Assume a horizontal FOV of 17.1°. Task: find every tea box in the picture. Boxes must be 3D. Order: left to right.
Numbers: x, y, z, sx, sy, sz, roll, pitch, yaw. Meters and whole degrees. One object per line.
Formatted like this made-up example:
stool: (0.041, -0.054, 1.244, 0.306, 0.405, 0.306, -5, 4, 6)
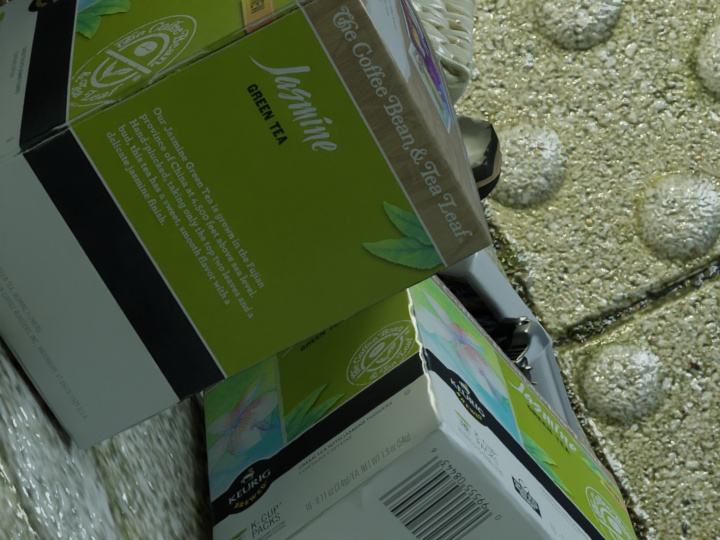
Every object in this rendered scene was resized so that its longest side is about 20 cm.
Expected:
tea box: (-0.066, -0.060, 1.022, 0.134, 0.196, 0.200, 60, 8, -25)
tea box: (0.036, 0.126, 1.175, 0.200, 0.133, 0.197, 48, 13, -25)

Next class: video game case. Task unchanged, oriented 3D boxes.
video game case: (0.006, 0.010, 1.413, 0.200, 0.181, 0.023, 47, 53, -66)

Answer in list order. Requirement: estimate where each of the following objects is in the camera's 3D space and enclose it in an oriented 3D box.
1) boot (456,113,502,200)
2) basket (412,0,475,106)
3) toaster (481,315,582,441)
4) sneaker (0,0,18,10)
boot: (0.000, 0.000, 1.277, 0.139, 0.199, 0.078, 63, 29, -29)
basket: (-0.047, -0.131, 1.317, 0.199, 0.136, 0.124, 26, 30, -17)
toaster: (0.052, 0.105, 1.371, 0.114, 0.200, 0.130, -36, 110, -39)
sneaker: (-0.137, -0.092, 1.182, 0.199, 0.109, 0.070, 18, 40, -36)
